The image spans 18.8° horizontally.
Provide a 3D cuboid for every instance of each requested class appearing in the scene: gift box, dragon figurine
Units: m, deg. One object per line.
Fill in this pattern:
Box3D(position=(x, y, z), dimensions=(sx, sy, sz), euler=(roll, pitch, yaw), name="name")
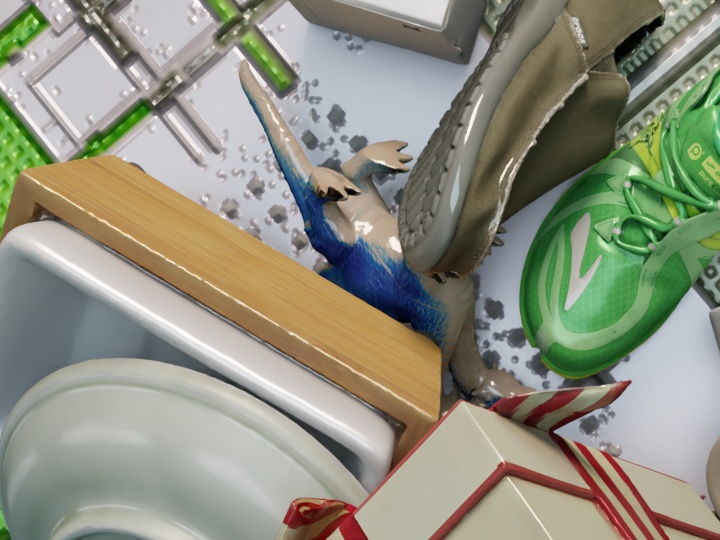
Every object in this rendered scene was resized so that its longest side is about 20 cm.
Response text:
Box3D(position=(0.075, 0.156, 0.781), dimensions=(0.200, 0.184, 0.187), euler=(-46, 53, 12), name="gift box")
Box3D(position=(0.000, 0.000, 0.948), dimensions=(0.200, 0.059, 0.100), euler=(37, 132, 12), name="dragon figurine")

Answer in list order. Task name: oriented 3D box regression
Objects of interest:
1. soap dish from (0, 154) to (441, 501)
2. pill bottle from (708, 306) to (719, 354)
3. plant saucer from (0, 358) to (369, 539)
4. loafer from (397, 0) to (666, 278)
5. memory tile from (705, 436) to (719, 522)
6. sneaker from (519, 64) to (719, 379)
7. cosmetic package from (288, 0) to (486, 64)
Box3D(position=(-0.068, 0.053, 0.925), dimensions=(0.199, 0.081, 0.158), euler=(31, 134, 9), name="soap dish")
Box3D(position=(0.215, 0.098, 0.899), dimensions=(0.111, 0.111, 0.201), euler=(-19, 85, 6), name="pill bottle")
Box3D(position=(-0.074, 0.130, 0.897), dimensions=(0.199, 0.050, 0.201), euler=(16, 131, 19), name="plant saucer")
Box3D(position=(0.080, -0.070, 0.912), dimensions=(0.069, 0.075, 0.201), euler=(33, 57, -4), name="loafer")
Box3D(position=(0.166, 0.174, 0.879), dimensions=(0.153, 0.017, 0.201), euler=(48, 132, 29), name="memory tile")
Box3D(position=(0.140, -0.039, 0.931), dimensions=(0.074, 0.084, 0.200), euler=(44, 94, 7), name="sneaker")
Box3D(position=(0.033, -0.200, 0.943), dimensions=(0.084, 0.108, 0.201), euler=(17, 88, 8), name="cosmetic package")
